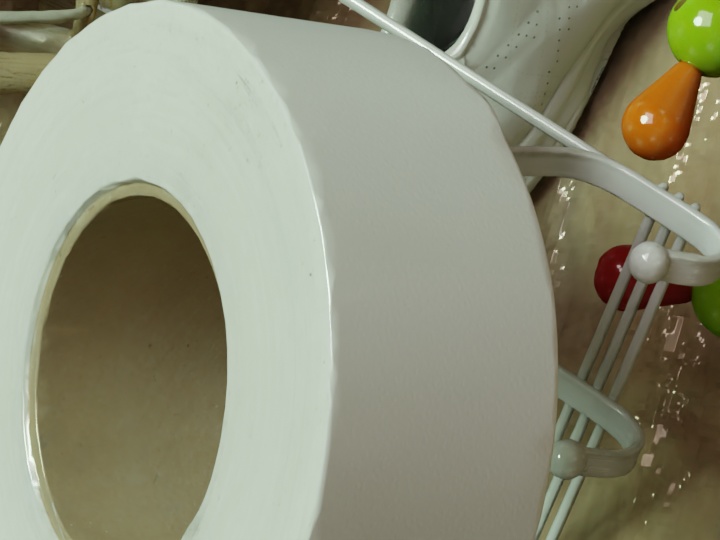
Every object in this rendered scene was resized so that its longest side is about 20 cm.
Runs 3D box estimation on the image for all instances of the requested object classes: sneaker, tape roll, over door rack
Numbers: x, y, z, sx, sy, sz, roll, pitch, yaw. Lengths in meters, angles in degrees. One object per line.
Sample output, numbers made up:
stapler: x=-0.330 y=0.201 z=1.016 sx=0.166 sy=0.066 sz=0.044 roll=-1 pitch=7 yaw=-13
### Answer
sneaker: x=0.058 y=-0.116 z=0.891 sx=0.075 sy=0.088 sz=0.200 roll=19 pitch=75 yaw=41
tape roll: x=-0.035 y=0.032 z=0.743 sx=0.202 sy=0.071 sz=0.203 roll=-9 pitch=79 yaw=54
over door rack: x=0.000 y=0.000 z=0.816 sx=0.200 sy=0.067 sz=0.148 roll=41 pitch=127 yaw=30

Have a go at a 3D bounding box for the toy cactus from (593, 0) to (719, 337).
toy cactus: x=0.165 y=-0.059 z=0.802 sx=0.165 sy=0.102 sz=0.200 roll=21 pitch=74 yaw=20

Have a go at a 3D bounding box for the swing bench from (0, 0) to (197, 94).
swing bench: x=-0.138 y=-0.158 z=0.940 sx=0.200 sy=0.199 sz=0.130 roll=8 pitch=29 yaw=-5
